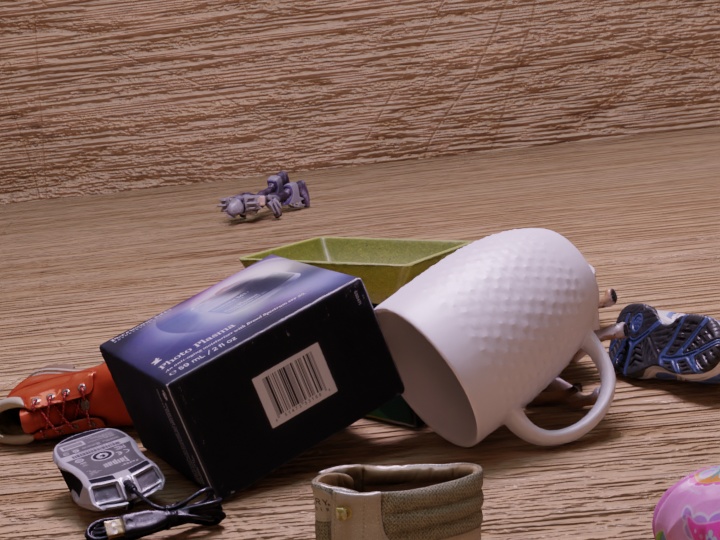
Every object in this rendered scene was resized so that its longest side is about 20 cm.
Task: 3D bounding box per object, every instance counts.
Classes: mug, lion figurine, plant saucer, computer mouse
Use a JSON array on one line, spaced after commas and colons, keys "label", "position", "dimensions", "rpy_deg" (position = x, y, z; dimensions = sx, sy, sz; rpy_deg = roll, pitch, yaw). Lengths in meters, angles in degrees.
[{"label": "mug", "position": [0.136, 0.065, 1.241], "dimensions": [0.175, 0.200, 0.148], "rpy_deg": [-35, -19, -20]}, {"label": "lion figurine", "position": [0.189, 0.079, 1.370], "dimensions": [0.122, 0.073, 0.200], "rpy_deg": [-16, 15, 30]}, {"label": "plant saucer", "position": [0.000, 0.000, 1.535], "dimensions": [0.199, 0.048, 0.200], "rpy_deg": [2, 9, 25]}, {"label": "computer mouse", "position": [-0.197, 0.183, 1.170], "dimensions": [0.109, 0.044, 0.200], "rpy_deg": [-17, 20, -24]}]

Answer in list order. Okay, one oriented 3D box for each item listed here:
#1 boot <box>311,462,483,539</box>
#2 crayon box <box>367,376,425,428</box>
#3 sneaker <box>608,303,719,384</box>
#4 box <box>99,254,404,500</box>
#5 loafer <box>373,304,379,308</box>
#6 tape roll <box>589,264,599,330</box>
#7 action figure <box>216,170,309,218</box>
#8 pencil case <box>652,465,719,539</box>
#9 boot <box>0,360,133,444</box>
[{"label": "boot", "position": [-0.021, 0.186, 0.749], "dimensions": [0.199, 0.156, 0.072], "rpy_deg": [-9, 11, -12]}, {"label": "crayon box", "position": [0.029, 0.103, 1.409], "dimensions": [0.127, 0.051, 0.199], "rpy_deg": [-17, 14, -39]}, {"label": "sneaker", "position": [0.309, 0.079, 1.360], "dimensions": [0.077, 0.076, 0.200], "rpy_deg": [17, 0, -22]}, {"label": "box", "position": [-0.103, 0.087, 1.271], "dimensions": [0.199, 0.124, 0.198], "rpy_deg": [-28, 18, -21]}, {"label": "loafer", "position": [-0.008, 0.056, 1.576], "dimensions": [0.070, 0.068, 0.201], "rpy_deg": [-18, 4, -6]}, {"label": "tape roll", "position": [0.168, 0.041, 1.589], "dimensions": [0.201, 0.071, 0.202], "rpy_deg": [-6, 12, 1]}, {"label": "action figure", "position": [-0.186, -0.131, 2.679], "dimensions": [0.130, 0.070, 0.200], "rpy_deg": [11, 24, 37]}, {"label": "pencil case", "position": [0.258, 0.177, 0.827], "dimensions": [0.087, 0.088, 0.200], "rpy_deg": [-11, 11, -21]}, {"label": "boot", "position": [-0.279, 0.135, 1.395], "dimensions": [0.199, 0.075, 0.107], "rpy_deg": [-10, 11, 31]}]
